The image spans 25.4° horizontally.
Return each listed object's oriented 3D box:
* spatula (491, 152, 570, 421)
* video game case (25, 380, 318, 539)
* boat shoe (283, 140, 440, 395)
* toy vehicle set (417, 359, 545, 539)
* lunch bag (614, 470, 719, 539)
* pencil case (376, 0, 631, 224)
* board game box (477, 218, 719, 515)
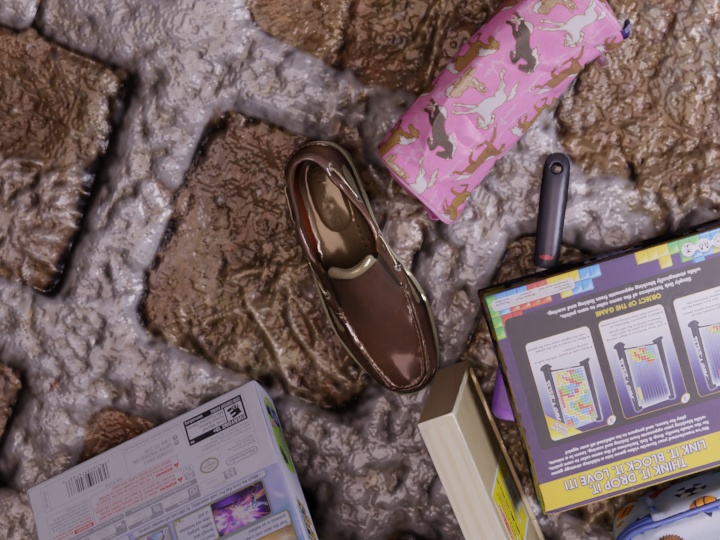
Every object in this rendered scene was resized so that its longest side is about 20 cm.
[{"bbox_3d":[0.136,0.013,1.184,0.056,0.021,0.201,7,96,11],"label":"spatula"},{"bbox_3d":[-0.134,0.203,1.176,0.199,0.045,0.182,-26,55,7],"label":"video game case"},{"bbox_3d":[-0.006,0.003,1.175,0.075,0.075,0.203,-28,91,9],"label":"boat shoe"},{"bbox_3d":[0.097,0.174,1.142,0.026,0.124,0.201,-21,98,14],"label":"toy vehicle set"},{"bbox_3d":[0.290,0.222,1.151,0.199,0.076,0.161,-18,95,10],"label":"lunch bag"},{"bbox_3d":[0.099,-0.126,1.144,0.087,0.083,0.200,43,99,-7],"label":"pencil case"},{"bbox_3d":[0.202,0.066,1.150,0.199,0.057,0.166,-16,95,0],"label":"board game box"}]
